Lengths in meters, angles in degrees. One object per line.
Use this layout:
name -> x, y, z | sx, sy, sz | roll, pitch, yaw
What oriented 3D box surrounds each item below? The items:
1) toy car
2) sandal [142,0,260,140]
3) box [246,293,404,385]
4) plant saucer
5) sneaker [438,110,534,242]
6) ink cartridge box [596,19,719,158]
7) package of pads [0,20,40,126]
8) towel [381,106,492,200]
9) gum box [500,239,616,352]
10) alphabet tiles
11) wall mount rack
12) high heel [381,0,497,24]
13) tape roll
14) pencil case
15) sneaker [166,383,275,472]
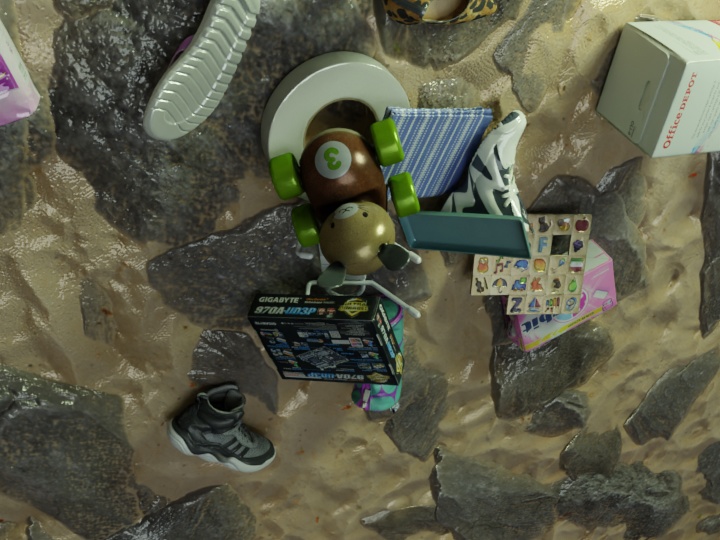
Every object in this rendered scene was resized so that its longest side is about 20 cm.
toy car -> -0.010, -0.059, 0.955 | 0.162, 0.201, 0.159 | -17, 130, 7
sandal -> -0.182, -0.238, 0.911 | 0.204, 0.050, 0.082 | -55, 146, 3
box -> -0.048, 0.102, 1.171 | 0.197, 0.046, 0.160 | 0, 139, 21
plant saucer -> 0.148, -0.055, 1.146 | 0.019, 0.198, 0.070 | -55, 136, -36
sneaker -> 0.210, -0.115, 1.138 | 0.200, 0.129, 0.079 | -59, 171, 24
ink cartridge box -> 0.473, -0.265, 1.152 | 0.197, 0.145, 0.147 | -8, 130, -22
package of pads -> -0.411, -0.231, 0.777 | 0.119, 0.076, 0.202 | -22, 133, -8
towel -> 0.085, -0.160, 1.090 | 0.198, 0.024, 0.146 | -9, 136, -39
gum box -> 0.338, 0.047, 1.386 | 0.198, 0.066, 0.114 | -27, 132, -5
alphabet tiles -> 0.274, -0.009, 1.296 | 0.197, 0.008, 0.170 | 0, 107, -13
wall mount rack -> 0.000, 0.000, 1.134 | 0.171, 0.075, 0.202 | 0, 139, 4
high heel -> 0.103, -0.305, 0.933 | 0.197, 0.143, 0.072 | 4, 125, -29
tape roll -> -0.031, -0.181, 1.038 | 0.200, 0.037, 0.205 | -14, 132, -16
pencil case -> 0.026, 0.136, 1.284 | 0.093, 0.084, 0.202 | -52, 150, -45
sneaker -> -0.197, 0.248, 1.267 | 0.198, 0.076, 0.114 | 24, 115, -36
